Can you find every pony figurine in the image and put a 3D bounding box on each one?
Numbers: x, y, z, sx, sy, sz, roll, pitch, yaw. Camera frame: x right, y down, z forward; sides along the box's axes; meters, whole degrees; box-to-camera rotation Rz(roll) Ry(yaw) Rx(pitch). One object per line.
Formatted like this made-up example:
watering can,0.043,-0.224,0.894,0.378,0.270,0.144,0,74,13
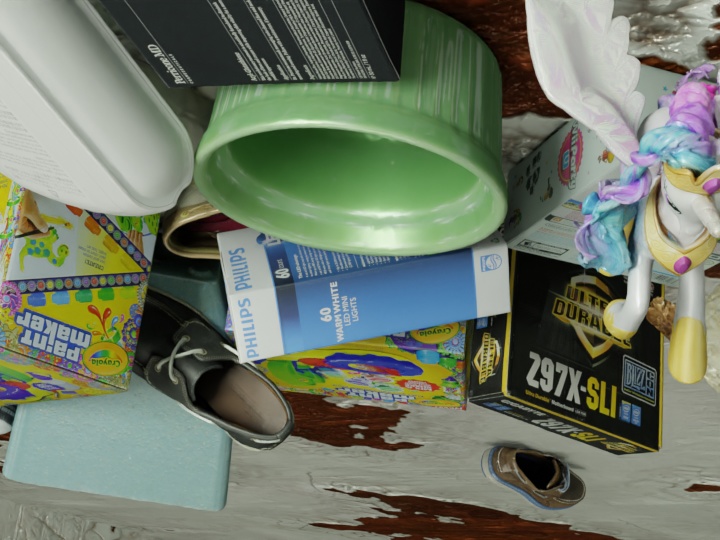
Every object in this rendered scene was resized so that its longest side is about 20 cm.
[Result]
pony figurine,0.165,-0.061,0.645,0.165,0.194,0.200,2,151,6

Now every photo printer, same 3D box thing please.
photo printer,-0.196,-0.111,0.728,0.166,0.070,0.200,15,153,39

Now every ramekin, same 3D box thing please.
ramekin,-0.002,-0.090,0.786,0.198,0.099,0.200,7,160,2

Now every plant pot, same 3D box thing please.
plant pot,-0.195,0.066,1.111,0.194,0.201,0.197,11,-158,-8

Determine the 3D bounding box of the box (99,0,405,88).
box,-0.066,-0.171,0.613,0.140,0.080,0.200,-1,159,14

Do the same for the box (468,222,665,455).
box,0.177,0.055,1.034,0.199,0.161,0.049,23,155,-36

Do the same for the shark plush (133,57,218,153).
shark plush,-0.126,-0.111,0.883,0.083,0.092,0.200,23,-175,14

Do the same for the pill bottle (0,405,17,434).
pill bottle,-0.337,0.037,1.106,0.105,0.202,0.106,9,159,3

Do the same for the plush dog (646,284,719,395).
plush dog,0.327,0.025,0.924,0.160,0.172,0.200,43,-166,2

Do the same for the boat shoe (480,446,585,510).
boat shoe,0.274,0.312,1.849,0.199,0.073,0.072,20,155,-33

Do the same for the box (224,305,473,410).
box,0.002,0.034,1.096,0.198,0.123,0.193,5,161,8

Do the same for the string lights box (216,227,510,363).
string lights box,0.000,0.000,0.906,0.198,0.103,0.059,-11,119,-6

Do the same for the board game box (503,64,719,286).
board game box,0.205,-0.058,0.856,0.146,0.065,0.200,12,161,-15

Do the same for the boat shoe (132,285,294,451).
boat shoe,-0.136,0.072,0.995,0.200,0.072,0.068,38,171,-5

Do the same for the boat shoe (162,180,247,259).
boat shoe,-0.061,-0.033,0.977,0.198,0.067,0.074,-1,131,13

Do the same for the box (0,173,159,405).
box,-0.269,-0.008,0.949,0.199,0.194,0.122,-9,155,40
